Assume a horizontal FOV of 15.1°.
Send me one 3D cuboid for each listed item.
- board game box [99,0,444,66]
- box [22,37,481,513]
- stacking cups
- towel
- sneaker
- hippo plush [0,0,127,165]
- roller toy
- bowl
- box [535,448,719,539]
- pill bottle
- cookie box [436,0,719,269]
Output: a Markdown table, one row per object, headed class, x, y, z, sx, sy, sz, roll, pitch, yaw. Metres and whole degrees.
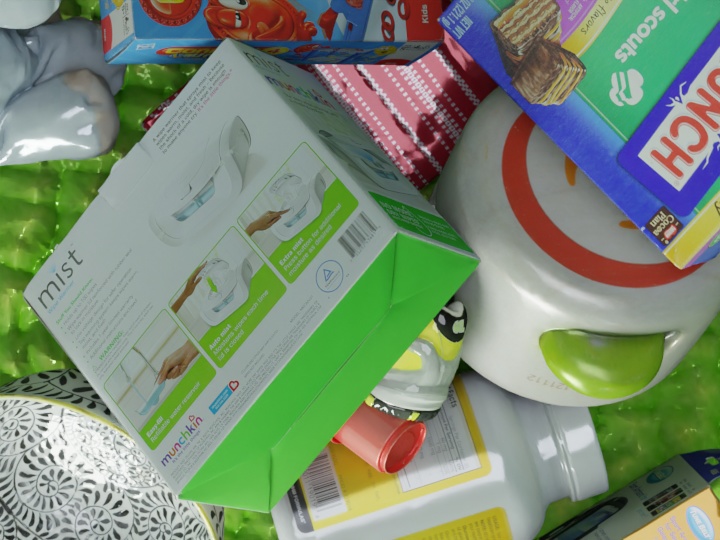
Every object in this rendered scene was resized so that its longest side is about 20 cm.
| class | x | y | z | sx | sy | sz | roll | pitch | yaw |
| --- | --- | --- | --- | --- | --- | --- | --- | --- | --- |
| board game box | -0.058 | -0.223 | 1.590 | 0.195 | 0.056 | 0.201 | -2 | 81 | -24 |
| box | -0.067 | 0.003 | 1.539 | 0.200 | 0.097 | 0.177 | -51 | 57 | 14 |
| stacking cups | -0.043 | 0.051 | 1.625 | 0.200 | 0.060 | 0.061 | 37 | 93 | 23 |
| towel | -0.016 | -0.099 | 1.675 | 0.200 | 0.022 | 0.145 | -38 | 98 | 3 |
| sneaker | 0.000 | 0.000 | 1.602 | 0.200 | 0.075 | 0.077 | 47 | 119 | 32 |
| hippo plush | -0.238 | -0.146 | 1.568 | 0.200 | 0.159 | 0.161 | -18 | 132 | -11 |
| roller toy | 0.131 | -0.020 | 1.608 | 0.182 | 0.140 | 0.200 | 42 | 59 | 10 |
| bowl | -0.156 | 0.125 | 1.635 | 0.200 | 0.094 | 0.201 | 15 | 132 | 17 |
| box | 0.148 | 0.175 | 1.658 | 0.200 | 0.119 | 0.042 | -29 | 96 | 1 |
| pill bottle | 0.044 | 0.126 | 1.652 | 0.200 | 0.112 | 0.112 | -17 | 96 | -1 |
| cookie box | 0.172 | -0.130 | 1.493 | 0.200 | 0.075 | 0.171 | 46 | 113 | 12 |
